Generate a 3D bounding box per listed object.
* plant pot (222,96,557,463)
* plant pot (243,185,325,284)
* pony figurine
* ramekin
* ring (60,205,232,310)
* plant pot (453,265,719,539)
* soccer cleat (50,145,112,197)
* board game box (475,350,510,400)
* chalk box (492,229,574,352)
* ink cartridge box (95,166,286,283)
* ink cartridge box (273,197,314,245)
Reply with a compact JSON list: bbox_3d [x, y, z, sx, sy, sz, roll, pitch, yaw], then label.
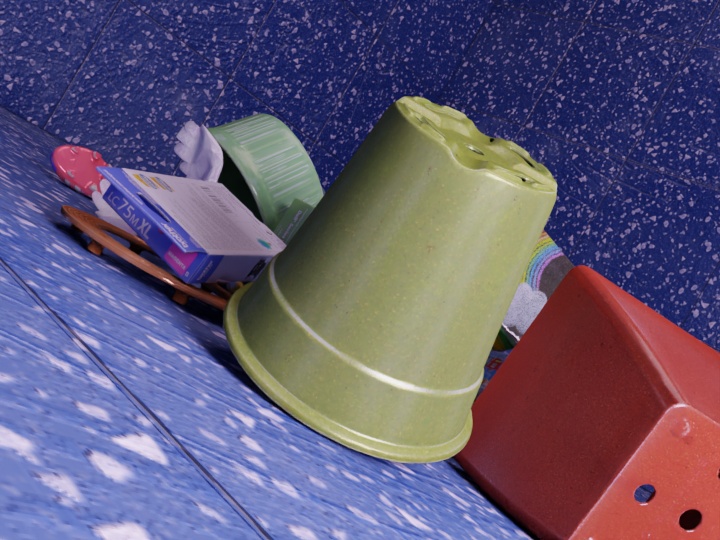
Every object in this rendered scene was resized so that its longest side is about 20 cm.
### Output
[{"bbox_3d":[0.036,-0.008,0.579,0.200,0.190,0.200,25,22,-11],"label":"plant pot"},{"bbox_3d":[-0.153,-0.053,1.271,0.200,0.200,0.135,31,35,-4],"label":"plant pot"},{"bbox_3d":[-0.195,-0.063,1.006,0.193,0.167,0.200,40,-11,38],"label":"pony figurine"},{"bbox_3d":[-0.134,-0.107,1.109,0.200,0.098,0.200,42,-31,33],"label":"ramekin"},{"bbox_3d":[-0.188,-0.002,0.783,0.200,0.019,0.200,31,-2,1],"label":"ring"},{"bbox_3d":[0.216,0.146,0.658,0.200,0.200,0.176,31,10,-13],"label":"plant pot"},{"bbox_3d":[-0.381,-0.126,1.250,0.076,0.067,0.200,-9,-19,34],"label":"soccer cleat"},{"bbox_3d":[0.178,0.165,0.952,0.200,0.062,0.200,48,-15,-3],"label":"board game box"},{"bbox_3d":[0.136,-0.016,0.988,0.200,0.125,0.124,51,-18,1],"label":"chalk box"},{"bbox_3d":[-0.150,-0.039,0.777,0.119,0.042,0.200,43,13,16],"label":"ink cartridge box"},{"bbox_3d":[0.000,0.000,0.969,0.200,0.067,0.117,30,-6,42],"label":"ink cartridge box"}]
